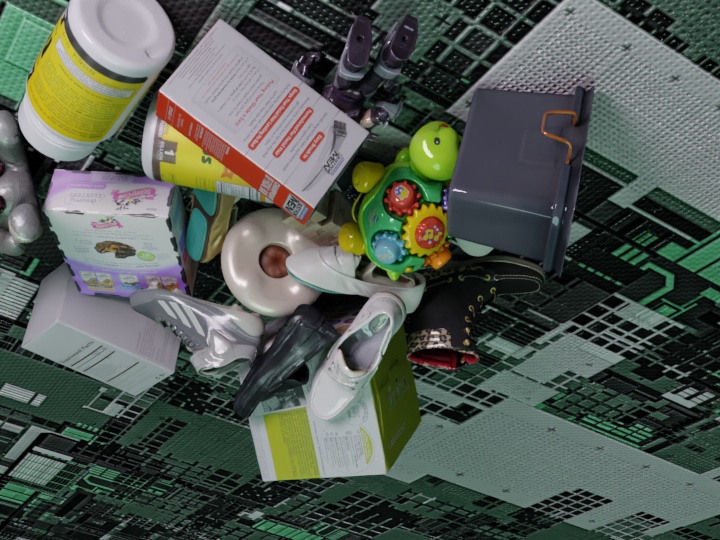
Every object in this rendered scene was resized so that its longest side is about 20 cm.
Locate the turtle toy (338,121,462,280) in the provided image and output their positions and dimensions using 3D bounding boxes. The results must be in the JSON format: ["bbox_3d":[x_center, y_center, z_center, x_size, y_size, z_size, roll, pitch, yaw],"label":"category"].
[{"bbox_3d":[0.066,-0.081,1.182,0.144,0.101,0.202,4,108,-31],"label":"turtle toy"}]

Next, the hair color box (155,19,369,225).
[{"bbox_3d":[-0.104,-0.156,1.052,0.199,0.111,0.064,37,159,-2],"label":"hair color box"}]

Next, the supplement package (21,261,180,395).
[{"bbox_3d":[-0.383,0.084,1.498,0.199,0.122,0.119,30,139,-31],"label":"supplement package"}]

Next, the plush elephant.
[{"bbox_3d":[-0.481,-0.085,1.229,0.153,0.167,0.200,-14,175,-16],"label":"plush elephant"}]

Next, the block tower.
[{"bbox_3d":[-0.012,-0.047,1.316,0.057,0.055,0.199,-22,138,36],"label":"block tower"}]

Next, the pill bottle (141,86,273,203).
[{"bbox_3d":[-0.142,-0.141,1.138,0.197,0.110,0.110,11,146,-2],"label":"pill bottle"}]

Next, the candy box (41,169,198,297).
[{"bbox_3d":[-0.318,-0.045,1.346,0.165,0.072,0.201,4,146,3],"label":"candy box"}]

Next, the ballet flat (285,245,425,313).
[{"bbox_3d":[0.000,0.000,1.289,0.198,0.070,0.069,19,144,-26],"label":"ballet flat"}]

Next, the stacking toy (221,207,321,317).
[{"bbox_3d":[-0.135,0.011,1.376,0.144,0.148,0.200,15,160,-13],"label":"stacking toy"}]

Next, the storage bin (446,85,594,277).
[{"bbox_3d":[0.173,-0.114,1.081,0.133,0.202,0.146,10,147,10],"label":"storage bin"}]

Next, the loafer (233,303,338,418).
[{"bbox_3d":[-0.101,0.131,1.300,0.070,0.068,0.201,37,120,-3],"label":"loafer"}]

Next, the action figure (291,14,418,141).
[{"bbox_3d":[-0.006,-0.203,1.078,0.129,0.070,0.200,9,161,-17],"label":"action figure"}]

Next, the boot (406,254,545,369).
[{"bbox_3d":[0.153,0.056,1.355,0.197,0.152,0.074,3,146,4],"label":"boot"}]

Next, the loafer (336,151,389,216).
[{"bbox_3d":[0.036,-0.075,1.259,0.071,0.064,0.200,-21,138,33],"label":"loafer"}]

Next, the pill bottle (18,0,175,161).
[{"bbox_3d":[-0.290,-0.208,1.067,0.113,0.115,0.200,24,141,-26],"label":"pill bottle"}]

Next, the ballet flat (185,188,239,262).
[{"bbox_3d":[-0.186,-0.088,1.283,0.063,0.069,0.201,-24,157,-30],"label":"ballet flat"}]

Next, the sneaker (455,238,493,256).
[{"bbox_3d":[0.156,-0.062,1.244,0.072,0.086,0.201,4,147,-2],"label":"sneaker"}]

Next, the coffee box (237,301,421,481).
[{"bbox_3d":[-0.039,0.169,1.438,0.195,0.200,0.203,-8,100,19],"label":"coffee box"}]

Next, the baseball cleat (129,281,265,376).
[{"bbox_3d":[-0.230,0.082,1.339,0.198,0.108,0.070,9,157,14],"label":"baseball cleat"}]

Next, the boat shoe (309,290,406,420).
[{"bbox_3d":[-0.013,0.117,1.273,0.070,0.069,0.201,31,110,2],"label":"boat shoe"}]
